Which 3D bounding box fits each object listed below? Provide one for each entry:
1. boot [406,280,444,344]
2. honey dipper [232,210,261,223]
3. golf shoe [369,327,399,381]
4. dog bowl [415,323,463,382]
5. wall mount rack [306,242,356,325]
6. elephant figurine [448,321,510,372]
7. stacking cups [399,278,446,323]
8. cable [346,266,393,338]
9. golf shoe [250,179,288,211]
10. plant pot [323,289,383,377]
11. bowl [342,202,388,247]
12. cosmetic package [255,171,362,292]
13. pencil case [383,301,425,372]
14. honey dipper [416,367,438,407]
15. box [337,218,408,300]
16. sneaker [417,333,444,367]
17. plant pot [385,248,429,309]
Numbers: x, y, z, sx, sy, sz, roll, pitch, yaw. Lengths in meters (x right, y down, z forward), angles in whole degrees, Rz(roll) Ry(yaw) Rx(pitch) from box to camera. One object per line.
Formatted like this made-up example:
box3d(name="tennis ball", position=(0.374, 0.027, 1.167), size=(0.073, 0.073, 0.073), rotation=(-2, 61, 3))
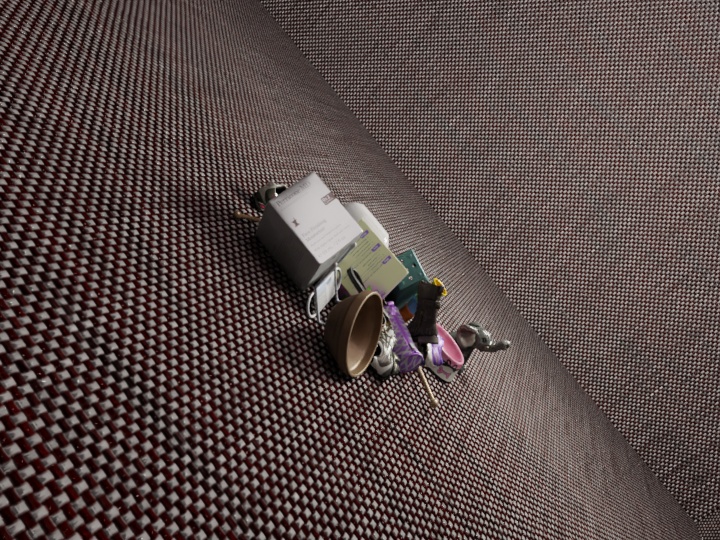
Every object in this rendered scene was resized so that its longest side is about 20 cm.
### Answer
box3d(name="boot", position=(0.175, 0.119, 1.781), size=(0.068, 0.180, 0.198), rotation=(7, -5, -32))
box3d(name="honey dipper", position=(-0.263, -0.129, 1.623), size=(0.198, 0.038, 0.038), rotation=(10, 41, -56))
box3d(name="golf shoe", position=(0.046, 0.189, 1.619), size=(0.094, 0.078, 0.202), rotation=(36, 21, -29))
box3d(name="dog bowl", position=(0.249, 0.250, 1.959), size=(0.199, 0.074, 0.202), rotation=(41, 20, -18))
box3d(name="wall mount rack", position=(-0.063, 0.032, 1.520), size=(0.072, 0.179, 0.200), rotation=(9, 29, 20))
box3d(name="elephant figurine", position=(0.376, 0.233, 2.077), size=(0.154, 0.200, 0.143), rotation=(40, 20, -19))
box3d(name="stacking cups", position=(0.164, 0.104, 1.852), size=(0.060, 0.198, 0.061), rotation=(42, 24, -24))
box3d(name="cable", position=(0.014, 0.087, 1.592), size=(0.201, 0.050, 0.097), rotation=(51, 24, 4))
box3d(name="golf shoe", position=(-0.218, -0.191, 1.756), size=(0.078, 0.088, 0.198), rotation=(54, 18, 26))
box3d(name="plant pot", position=(-0.025, 0.140, 1.460), size=(0.090, 0.207, 0.200), rotation=(13, 6, 23))
box3d(name="bowl", position=(0.017, -0.116, 1.876), size=(0.201, 0.074, 0.200), rotation=(51, -8, 8))
box3d(name="cosmetic package", position=(-0.132, -0.096, 1.546), size=(0.164, 0.165, 0.201), rotation=(-38, 84, -32))
box3d(name="pencil case", position=(0.106, 0.190, 1.736), size=(0.082, 0.087, 0.202), rotation=(-9, 46, -23))
box3d(name="honey dipper", position=(0.173, 0.296, 1.726), size=(0.038, 0.038, 0.202), rotation=(31, 24, -39))
box3d(name="box", position=(0.000, 0.000, 1.705), size=(0.201, 0.176, 0.097), rotation=(47, -23, 2))
box3d(name="sneaker", position=(0.212, 0.197, 1.862), size=(0.081, 0.081, 0.206), rotation=(13, 60, -23))
box3d(name="plant pot", position=(0.130, 0.021, 1.884), size=(0.144, 0.139, 0.200), rotation=(62, -6, 12))
